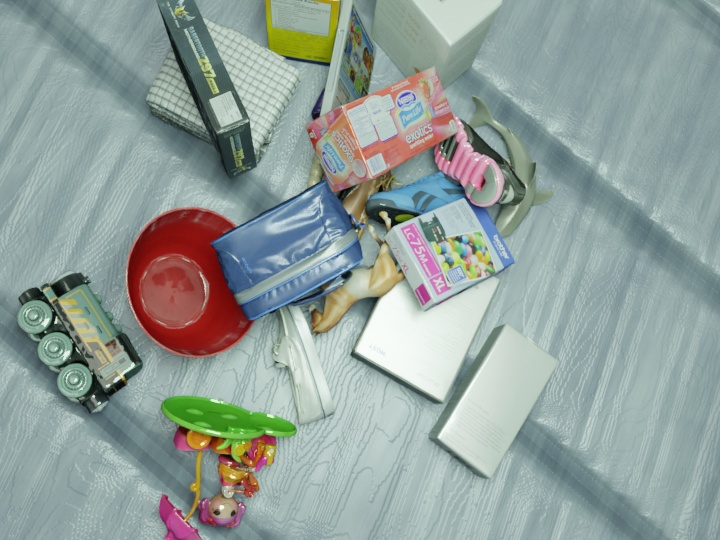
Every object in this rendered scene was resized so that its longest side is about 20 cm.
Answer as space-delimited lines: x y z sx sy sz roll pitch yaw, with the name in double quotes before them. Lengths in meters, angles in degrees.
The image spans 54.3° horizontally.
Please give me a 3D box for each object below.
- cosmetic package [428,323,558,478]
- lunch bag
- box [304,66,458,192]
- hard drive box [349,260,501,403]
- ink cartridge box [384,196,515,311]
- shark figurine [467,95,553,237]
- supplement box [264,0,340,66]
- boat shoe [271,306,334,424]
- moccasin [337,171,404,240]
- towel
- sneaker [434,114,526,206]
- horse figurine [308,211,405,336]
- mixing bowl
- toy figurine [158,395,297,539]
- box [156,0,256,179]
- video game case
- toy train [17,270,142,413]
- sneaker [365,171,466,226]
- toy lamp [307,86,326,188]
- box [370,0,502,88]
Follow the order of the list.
"cosmetic package" 0.196 0.192 1.041 0.101 0.074 0.202 36 77 1
"lunch bag" -0.084 -0.024 0.933 0.196 0.136 0.135 -26 99 4
"box" 0.033 -0.199 0.984 0.199 0.094 0.105 -34 105 -37
"hard drive box" 0.095 0.071 1.049 0.153 0.077 0.203 29 78 0
"ink cartridge box" 0.140 -0.035 1.003 0.197 0.042 0.121 -22 78 -35
"shark figurine" 0.245 -0.174 1.102 0.125 0.090 0.220 -14 84 -9
"supplement box" -0.081 -0.409 1.051 0.106 0.200 0.113 8 80 -4
"boat shoe" -0.098 0.123 1.023 0.064 0.074 0.204 -19 82 -13
"moccasin" 0.021 -0.134 1.079 0.077 0.073 0.205 31 74 -15
"towel" -0.205 -0.274 1.077 0.196 0.086 0.169 26 77 1
"sneaker" 0.180 -0.161 1.052 0.093 0.080 0.202 5 40 -30
"horse figurine" 0.000 0.000 1.010 0.196 0.050 0.136 -19 72 12
"mixing bowl" -0.246 0.023 0.992 0.196 0.108 0.206 7 77 -32
"toy figurine" -0.200 0.292 0.976 0.196 0.149 0.189 14 92 -28
"box" -0.203 -0.246 0.946 0.050 0.158 0.204 -23 79 -10
"video game case" -0.017 -0.283 1.067 0.018 0.143 0.205 7 79 18
"toy train" -0.399 0.098 0.998 0.113 0.085 0.202 -33 83 -22
"sneaker" 0.088 -0.110 1.061 0.196 0.066 0.081 2 76 -32
"toy lamp" -0.060 -0.184 1.088 0.057 0.058 0.206 10 80 -4
"box" 0.107 -0.380 1.064 0.106 0.200 0.153 -39 86 -9
